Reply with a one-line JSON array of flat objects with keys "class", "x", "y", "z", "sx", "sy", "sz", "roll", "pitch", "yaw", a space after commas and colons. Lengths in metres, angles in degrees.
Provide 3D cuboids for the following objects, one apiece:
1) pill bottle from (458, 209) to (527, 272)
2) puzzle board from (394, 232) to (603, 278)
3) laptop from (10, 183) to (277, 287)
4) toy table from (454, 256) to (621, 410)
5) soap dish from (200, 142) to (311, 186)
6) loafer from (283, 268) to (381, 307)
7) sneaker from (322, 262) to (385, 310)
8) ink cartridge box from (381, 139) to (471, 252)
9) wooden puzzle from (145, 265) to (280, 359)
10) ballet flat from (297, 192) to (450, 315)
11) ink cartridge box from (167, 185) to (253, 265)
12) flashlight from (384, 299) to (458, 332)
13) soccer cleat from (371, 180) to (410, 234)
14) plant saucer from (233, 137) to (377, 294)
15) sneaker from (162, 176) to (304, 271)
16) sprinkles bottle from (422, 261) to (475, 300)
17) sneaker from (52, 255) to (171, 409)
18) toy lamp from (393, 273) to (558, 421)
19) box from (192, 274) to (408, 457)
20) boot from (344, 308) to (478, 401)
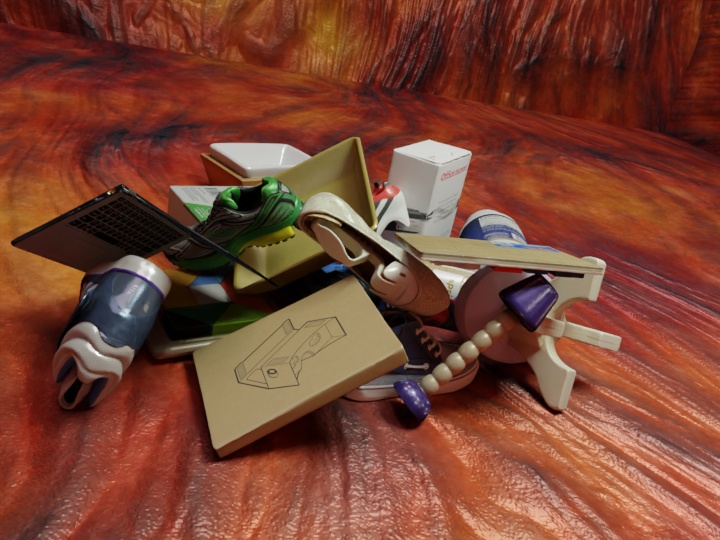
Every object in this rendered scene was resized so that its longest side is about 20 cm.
[{"class": "pill bottle", "x": 0.215, "y": -0.029, "z": 1.122, "sx": 0.110, "sy": 0.112, "sz": 0.200, "roll": 11, "pitch": 23, "yaw": -2}, {"class": "puzzle board", "x": 0.148, "y": -0.017, "z": 0.779, "sx": 0.198, "sy": 0.018, "sz": 0.151, "roll": 5, "pitch": 10, "yaw": -8}, {"class": "laptop", "x": -0.221, "y": -0.006, "z": 0.749, "sx": 0.199, "sy": 0.117, "sz": 0.187, "roll": -26, "pitch": -14, "yaw": 2}, {"class": "toy table", "x": 0.225, "y": 0.066, "z": 0.857, "sx": 0.199, "sy": 0.186, "sz": 0.117, "roll": -1, "pitch": 12, "yaw": -38}, {"class": "soap dish", "x": -0.182, "y": -0.183, "z": 1.312, "sx": 0.199, "sy": 0.082, "sz": 0.157, "roll": -10, "pitch": 31, "yaw": -40}, {"class": "loafer", "x": -0.061, "y": 0.034, "z": 0.899, "sx": 0.073, "sy": 0.073, "sz": 0.199, "roll": 40, "pitch": -14, "yaw": -33}, {"class": "sneaker", "x": 0.001, "y": 0.000, "z": 0.950, "sx": 0.076, "sy": 0.112, "sz": 0.200, "roll": -4, "pitch": 28, "yaw": -33}, {"class": "ink cartridge box", "x": 0.095, "y": -0.096, "z": 1.101, "sx": 0.084, "sy": 0.201, "sz": 0.144, "roll": 22, "pitch": 25, "yaw": 21}, {"class": "wooden puzzle", "x": -0.192, "y": 0.039, "z": 0.861, "sx": 0.184, "sy": 0.038, "sz": 0.200, "roll": -5, "pitch": 29, "yaw": -34}, {"class": "ballet flat", "x": 0.010, "y": -0.007, "z": 0.768, "sx": 0.200, "sy": 0.068, "sz": 0.062, "roll": 38, "pitch": 33, "yaw": 2}, {"class": "ink cartridge box", "x": -0.176, "y": -0.067, "z": 1.049, "sx": 0.199, "sy": 0.084, "sz": 0.147, "roll": -5, "pitch": 29, "yaw": -33}, {"class": "flashlight", "x": 0.117, "y": 0.046, "z": 0.891, "sx": 0.199, "sy": 0.068, "sz": 0.068, "roll": 14, "pitch": 16, "yaw": -45}, {"class": "soccer cleat", "x": -0.019, "y": -0.056, "z": 1.005, "sx": 0.199, "sy": 0.086, "sz": 0.069, "roll": -30, "pitch": 15, "yaw": -10}, {"class": "plant saucer", "x": -0.069, "y": -0.064, "z": 0.902, "sx": 0.199, "sy": 0.049, "sz": 0.201, "roll": -24, "pitch": 42, "yaw": 13}, {"class": "sneaker", "x": -0.169, "y": -0.065, "z": 0.871, "sx": 0.199, "sy": 0.085, "sz": 0.078, "roll": -22, "pitch": 42, "yaw": 17}, {"class": "sprinkles bottle", "x": 0.147, "y": 0.031, "z": 1.007, "sx": 0.198, "sy": 0.069, "sz": 0.068, "roll": 13, "pitch": 23, "yaw": 3}, {"class": "sneaker", "x": -0.274, "y": 0.070, "z": 0.703, "sx": 0.080, "sy": 0.147, "sz": 0.200, "roll": 38, "pitch": -30, "yaw": -22}, {"class": "toy lamp", "x": 0.126, "y": 0.079, "z": 0.746, "sx": 0.058, "sy": 0.200, "sz": 0.058, "roll": 51, "pitch": 3, "yaw": -4}, {"class": "box", "x": -0.068, "y": 0.089, "z": 0.707, "sx": 0.199, "sy": 0.021, "sz": 0.164, "roll": -26, "pitch": 31, "yaw": -7}, {"class": "boot", "x": 0.067, "y": 0.091, "z": 0.803, "sx": 0.199, "sy": 0.091, "sz": 0.073, "roll": -5, "pitch": 29, "yaw": -35}]
